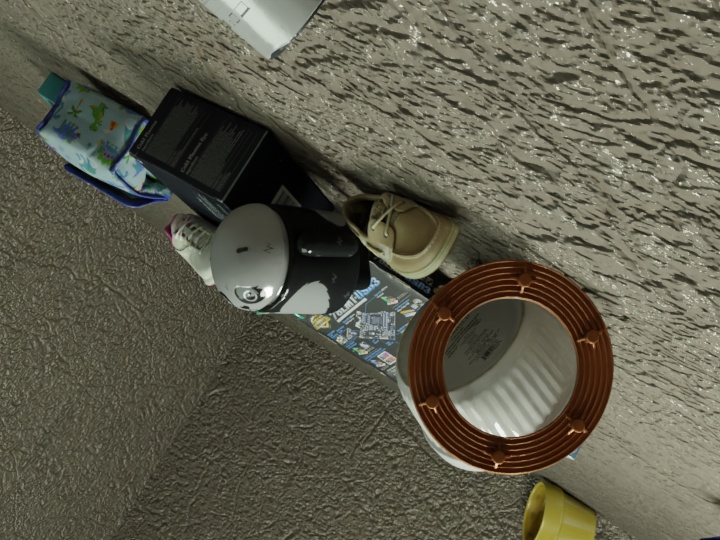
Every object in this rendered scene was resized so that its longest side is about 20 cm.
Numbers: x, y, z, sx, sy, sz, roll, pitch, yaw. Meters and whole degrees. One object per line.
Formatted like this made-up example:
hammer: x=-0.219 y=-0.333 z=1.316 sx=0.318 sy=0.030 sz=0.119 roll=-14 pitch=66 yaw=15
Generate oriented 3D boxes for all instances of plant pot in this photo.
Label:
plant pot: x=0.628 y=0.786 z=2.768 sx=0.185 sy=0.205 sz=0.201 roll=17 pitch=171 yaw=-2

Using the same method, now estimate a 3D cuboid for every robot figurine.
robot figurine: x=-0.079 y=-0.010 z=1.032 sx=0.197 sy=0.152 sz=0.125 roll=5 pitch=-146 yaw=-40

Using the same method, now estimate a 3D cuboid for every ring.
ring: x=0.142 y=0.093 z=0.835 sx=0.198 sy=0.203 sz=0.019 roll=33 pitch=-176 yaw=1

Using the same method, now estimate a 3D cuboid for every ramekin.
ramekin: x=0.129 y=0.097 z=0.941 sx=0.105 sy=0.201 sz=0.199 roll=50 pitch=163 yaw=-31

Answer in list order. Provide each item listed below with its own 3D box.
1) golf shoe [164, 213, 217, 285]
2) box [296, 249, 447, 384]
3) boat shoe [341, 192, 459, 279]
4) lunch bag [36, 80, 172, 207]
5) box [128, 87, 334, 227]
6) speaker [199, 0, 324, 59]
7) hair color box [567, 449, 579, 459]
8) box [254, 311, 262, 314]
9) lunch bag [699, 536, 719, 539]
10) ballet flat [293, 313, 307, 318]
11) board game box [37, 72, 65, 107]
golf shoe: x=-0.217 y=-0.034 z=1.196 sx=0.091 sy=0.076 sz=0.199 roll=40 pitch=169 yaw=-21
box: x=0.042 y=0.062 z=1.195 sx=0.196 sy=0.050 sz=0.200 roll=33 pitch=140 yaw=-14
boat shoe: x=0.035 y=-0.045 z=0.924 sx=0.064 sy=0.073 sz=0.199 roll=35 pitch=177 yaw=-24
lunch bag: x=-0.410 y=-0.195 z=1.466 sx=0.168 sy=0.129 sz=0.200 roll=28 pitch=170 yaw=15
box: x=-0.161 y=-0.114 z=1.135 sx=0.180 sy=0.105 sz=0.200 roll=27 pitch=168 yaw=32
speaker: x=-0.104 y=-0.215 z=0.497 sx=0.199 sy=0.082 sz=0.081 roll=37 pitch=170 yaw=-20
hair color box: x=0.316 y=0.274 z=1.592 sx=0.099 sy=0.061 sz=0.200 roll=35 pitch=170 yaw=-10
box: x=-0.081 y=0.027 z=1.410 sx=0.195 sy=0.050 sz=0.117 roll=-8 pitch=-169 yaw=-15
lunch bag: x=0.620 y=0.469 z=1.321 sx=0.198 sy=0.129 sz=0.170 roll=7 pitch=155 yaw=48
ballet flat: x=-0.093 y=-0.003 z=1.229 sx=0.067 sy=0.069 sz=0.200 roll=32 pitch=-172 yaw=-34
board game box: x=-0.487 y=-0.271 z=1.654 sx=0.198 sy=0.047 sz=0.151 roll=32 pitch=170 yaw=11
